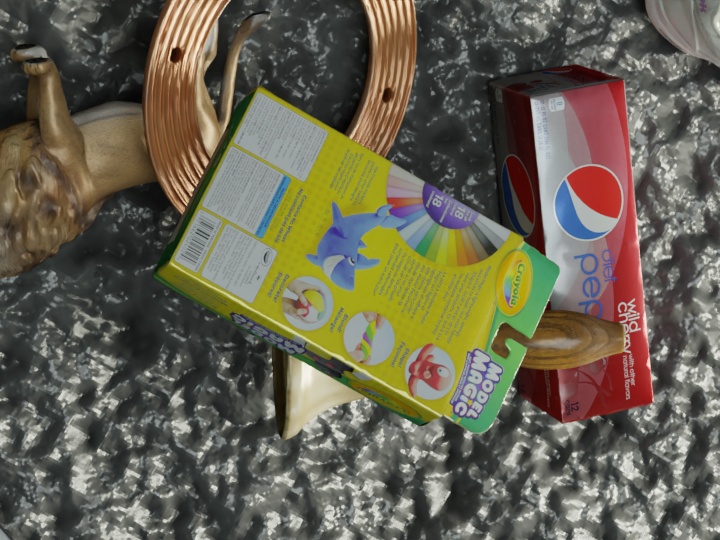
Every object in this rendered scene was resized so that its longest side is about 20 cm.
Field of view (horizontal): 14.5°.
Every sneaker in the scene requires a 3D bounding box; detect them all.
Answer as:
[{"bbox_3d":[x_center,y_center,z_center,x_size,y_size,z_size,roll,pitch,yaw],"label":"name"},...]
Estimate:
[{"bbox_3d":[0.261,-0.122,1.690,0.199,0.100,0.075,28,90,-24],"label":"sneaker"}]

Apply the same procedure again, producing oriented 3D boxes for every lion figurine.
[{"bbox_3d":[-0.135,-0.072,1.573,0.199,0.072,0.123,-14,110,-19],"label":"lion figurine"}]

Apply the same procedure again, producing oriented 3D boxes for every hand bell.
[{"bbox_3d":[0.052,0.041,1.620,0.198,0.104,0.105,-2,103,-7],"label":"hand bell"}]

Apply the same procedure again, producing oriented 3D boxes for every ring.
[{"bbox_3d":[-0.046,-0.111,1.588,0.200,0.019,0.202,-18,119,-37],"label":"ring"}]

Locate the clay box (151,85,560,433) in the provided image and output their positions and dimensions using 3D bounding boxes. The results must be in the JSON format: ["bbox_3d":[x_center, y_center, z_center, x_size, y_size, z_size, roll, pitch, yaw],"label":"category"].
[{"bbox_3d":[0.000,0.000,1.544,0.199,0.048,0.115,30,72,-11],"label":"clay box"}]

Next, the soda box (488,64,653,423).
[{"bbox_3d":[0.125,-0.016,1.680,0.063,0.070,0.201,-12,106,-18],"label":"soda box"}]

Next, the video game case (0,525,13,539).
[{"bbox_3d":[-0.289,0.195,1.582,0.200,0.025,0.181,-42,103,-9],"label":"video game case"}]
